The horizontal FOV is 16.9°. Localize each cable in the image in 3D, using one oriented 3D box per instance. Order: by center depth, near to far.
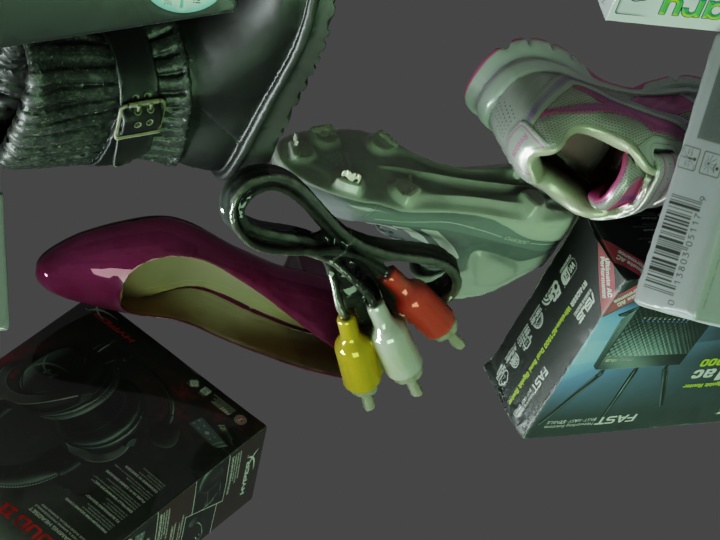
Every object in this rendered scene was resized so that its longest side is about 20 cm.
[{"bbox_3d":[0.000,0.000,1.377,0.097,0.050,0.200,-36,138,1],"label":"cable"}]

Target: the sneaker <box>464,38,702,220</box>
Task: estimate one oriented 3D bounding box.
[{"bbox_3d":[0.157,-0.064,1.416,0.199,0.088,0.081,10,134,-21],"label":"sneaker"}]

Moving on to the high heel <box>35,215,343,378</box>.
[{"bbox_3d":[-0.093,0.021,1.452,0.199,0.096,0.068,-2,137,-9],"label":"high heel"}]

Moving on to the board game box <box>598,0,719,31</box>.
[{"bbox_3d":[0.243,-0.186,1.341,0.199,0.035,0.126,3,137,-15],"label":"board game box"}]

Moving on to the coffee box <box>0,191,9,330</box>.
[{"bbox_3d":[-0.302,0.000,1.354,0.199,0.080,0.114,-3,179,-13],"label":"coffee box"}]

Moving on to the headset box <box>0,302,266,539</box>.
[{"bbox_3d":[-0.178,0.125,1.440,0.200,0.149,0.077,-36,152,-38],"label":"headset box"}]

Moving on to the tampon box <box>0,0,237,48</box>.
[{"bbox_3d":[-0.168,-0.200,1.160,0.199,0.126,0.150,-10,127,0],"label":"tampon box"}]

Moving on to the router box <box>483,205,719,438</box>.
[{"bbox_3d":[0.197,0.030,1.513,0.199,0.062,0.150,-2,140,-30],"label":"router box"}]

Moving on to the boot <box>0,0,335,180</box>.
[{"bbox_3d":[-0.105,-0.128,1.277,0.157,0.080,0.211,6,130,-22],"label":"boot"}]

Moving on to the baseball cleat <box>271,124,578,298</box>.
[{"bbox_3d":[0.032,-0.027,1.446,0.199,0.070,0.107,10,134,-20],"label":"baseball cleat"}]

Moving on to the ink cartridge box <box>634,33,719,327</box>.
[{"bbox_3d":[0.253,-0.039,1.428,0.200,0.057,0.163,12,95,-53],"label":"ink cartridge box"}]
